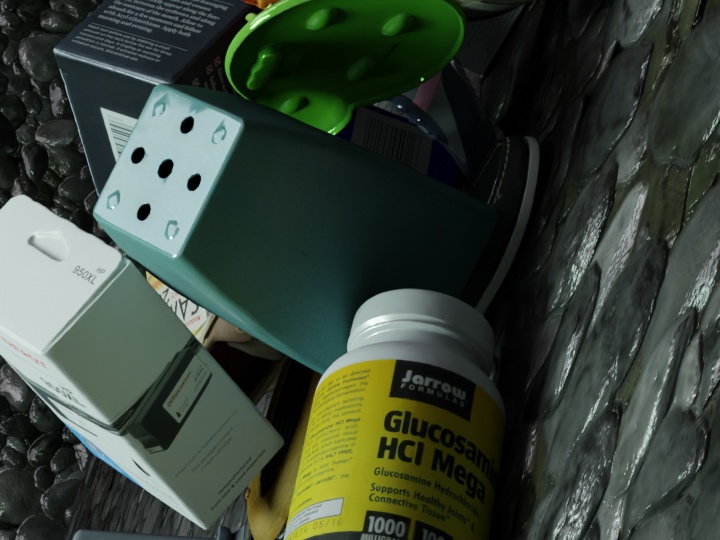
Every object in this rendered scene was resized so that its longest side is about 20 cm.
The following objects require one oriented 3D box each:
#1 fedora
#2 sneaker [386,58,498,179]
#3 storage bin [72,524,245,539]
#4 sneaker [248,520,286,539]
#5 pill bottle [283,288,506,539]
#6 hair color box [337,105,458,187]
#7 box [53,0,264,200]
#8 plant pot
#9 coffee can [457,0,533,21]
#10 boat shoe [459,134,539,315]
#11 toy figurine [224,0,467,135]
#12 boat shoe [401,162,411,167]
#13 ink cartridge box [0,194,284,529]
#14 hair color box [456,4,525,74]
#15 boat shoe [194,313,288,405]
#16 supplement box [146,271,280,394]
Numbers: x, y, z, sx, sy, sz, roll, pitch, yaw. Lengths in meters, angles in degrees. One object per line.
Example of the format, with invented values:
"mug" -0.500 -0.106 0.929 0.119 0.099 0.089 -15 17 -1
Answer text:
"fedora" -0.014 0.103 1.539 0.201 0.082 0.201 -160 90 -79
"sneaker" 0.019 -0.133 1.503 0.082 0.200 0.070 -34 2 -9
"storage bin" -0.172 0.300 1.750 0.146 0.134 0.200 -87 6 -56
"sneaker" -0.046 0.153 1.695 0.200 0.060 0.104 116 168 -50
"pill bottle" 0.021 0.114 1.253 0.112 0.112 0.200 123 163 -51
"hair color box" -0.009 -0.042 1.711 0.200 0.109 0.065 123 163 -50
"box" -0.099 -0.140 1.556 0.200 0.107 0.149 -48 -37 -34
"plant pot" -0.051 -0.028 1.352 0.141 0.200 0.141 26 89 45
"coffee can" 0.091 -0.243 1.460 0.200 0.146 0.147 -171 100 -79
"boat shoe" 0.055 0.001 1.428 0.074 0.060 0.200 -97 28 -70
"toy figurine" -0.035 -0.202 1.415 0.200 0.150 0.184 -48 47 53
"boat shoe" 0.000 0.000 1.643 0.060 0.072 0.200 63 142 24
"ink cartridge box" -0.162 0.059 1.448 0.084 0.200 0.145 -49 41 -14
"hair color box" 0.024 -0.233 1.635 0.111 0.200 0.064 121 165 -46
"boat shoe" -0.072 0.040 1.557 0.200 0.074 0.066 -64 28 25
"supplement box" -0.112 0.000 1.703 0.126 0.073 0.200 148 117 -63
